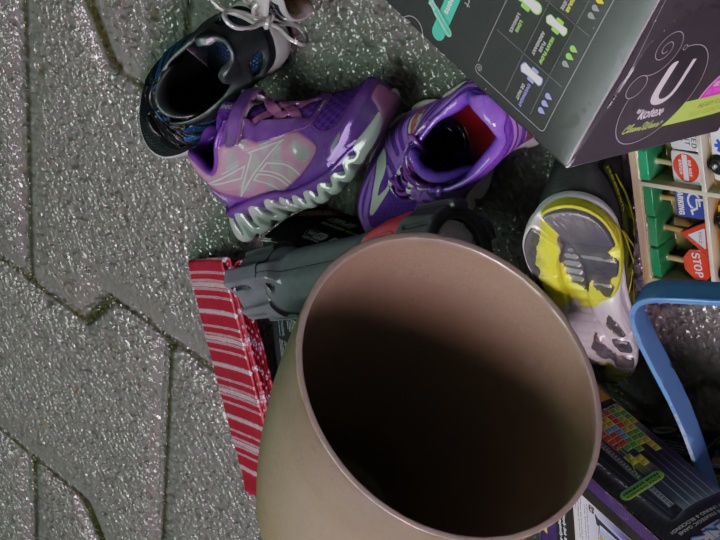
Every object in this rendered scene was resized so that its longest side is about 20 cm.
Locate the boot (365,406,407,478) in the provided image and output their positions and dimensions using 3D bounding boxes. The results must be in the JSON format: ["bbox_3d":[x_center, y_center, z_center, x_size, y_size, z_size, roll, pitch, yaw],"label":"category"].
[{"bbox_3d":[-0.013,0.120,1.157,0.210,0.079,0.158,-27,102,39],"label":"boot"}]

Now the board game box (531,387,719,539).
[{"bbox_3d":[0.176,0.196,1.009,0.165,0.056,0.201,41,148,46],"label":"board game box"}]

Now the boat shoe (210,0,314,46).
[{"bbox_3d":[-0.054,-0.189,1.096,0.201,0.074,0.087,-3,96,40],"label":"boat shoe"}]

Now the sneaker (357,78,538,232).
[{"bbox_3d":[0.045,-0.074,1.067,0.081,0.083,0.200,53,142,5],"label":"sneaker"}]

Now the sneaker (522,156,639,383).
[{"bbox_3d":[0.143,-0.002,1.029,0.074,0.085,0.201,11,148,12],"label":"sneaker"}]

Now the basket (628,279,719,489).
[{"bbox_3d":[0.254,0.075,0.891,0.199,0.139,0.177,-1,130,42],"label":"basket"}]

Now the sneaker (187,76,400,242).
[{"bbox_3d":[-0.054,-0.089,1.147,0.089,0.081,0.200,46,143,-14],"label":"sneaker"}]

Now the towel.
[{"bbox_3d":[-0.089,0.086,1.300,0.144,0.022,0.202,178,77,-72],"label":"towel"}]

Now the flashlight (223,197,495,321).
[{"bbox_3d":[0.000,0.000,1.090,0.199,0.068,0.068,-12,113,50],"label":"flashlight"}]

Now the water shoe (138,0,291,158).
[{"bbox_3d":[-0.128,-0.133,1.209,0.072,0.079,0.200,55,141,2],"label":"water shoe"}]

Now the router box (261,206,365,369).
[{"bbox_3d":[0.011,0.067,1.213,0.149,0.062,0.202,21,129,37],"label":"router box"}]

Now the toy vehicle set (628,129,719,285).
[{"bbox_3d":[0.207,-0.075,0.941,0.124,0.026,0.202,12,123,42],"label":"toy vehicle set"}]

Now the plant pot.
[{"bbox_3d":[0.013,0.109,0.991,0.188,0.187,0.200,49,142,9],"label":"plant pot"}]

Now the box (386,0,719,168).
[{"bbox_3d":[0.106,-0.169,0.855,0.200,0.148,0.125,45,128,25],"label":"box"}]

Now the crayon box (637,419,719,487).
[{"bbox_3d":[0.224,0.200,1.089,0.126,0.051,0.202,6,118,44],"label":"crayon box"}]
